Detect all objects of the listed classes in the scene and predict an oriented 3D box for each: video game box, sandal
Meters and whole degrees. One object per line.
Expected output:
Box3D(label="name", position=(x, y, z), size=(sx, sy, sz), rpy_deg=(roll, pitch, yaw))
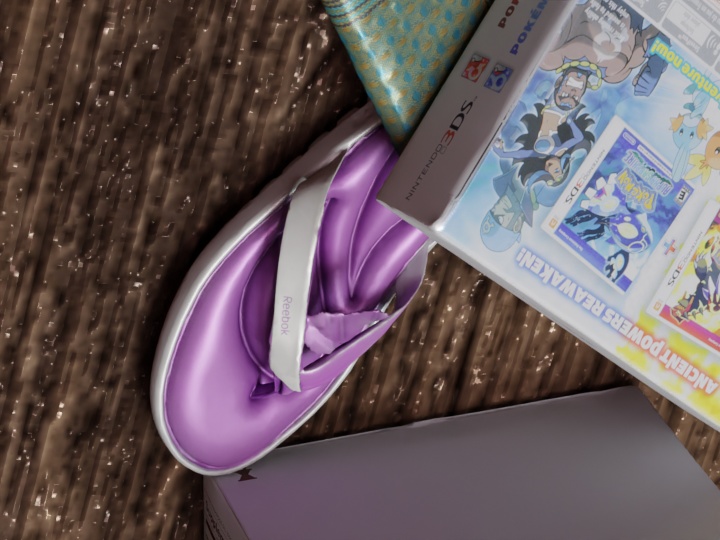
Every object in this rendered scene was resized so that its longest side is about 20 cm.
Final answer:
Box3D(label="video game box", position=(0.124, -0.054, 1.035), size=(0.200, 0.047, 0.183), rpy_deg=(33, 85, -39))
Box3D(label="sandal", position=(-0.005, -0.003, 1.040), size=(0.082, 0.050, 0.203), rpy_deg=(33, 100, -32))

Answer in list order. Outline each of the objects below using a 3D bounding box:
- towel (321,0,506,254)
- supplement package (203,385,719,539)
Box3D(label="towel", position=(0.046, -0.123, 0.993), size=(0.147, 0.022, 0.200), rpy_deg=(-39, 126, -18))
Box3D(label="supplement package", position=(0.048, 0.179, 1.105), size=(0.190, 0.147, 0.201), rpy_deg=(-9, 121, -17))
